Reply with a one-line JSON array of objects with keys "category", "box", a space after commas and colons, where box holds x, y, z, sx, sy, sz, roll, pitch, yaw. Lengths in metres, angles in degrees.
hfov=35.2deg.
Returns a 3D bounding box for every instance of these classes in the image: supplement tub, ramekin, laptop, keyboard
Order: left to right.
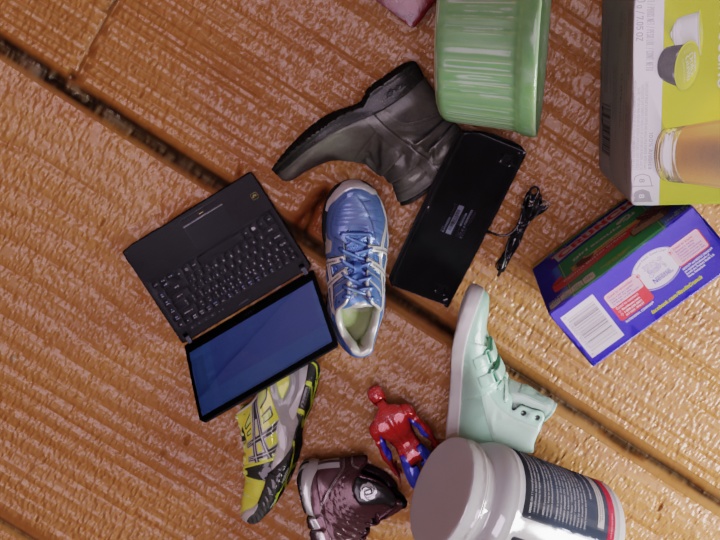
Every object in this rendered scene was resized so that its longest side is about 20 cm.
[{"category": "laptop", "box": [-0.145, 0.028, 1.231, 0.177, 0.103, 0.200, -30, 99, 9]}, {"category": "keyboard", "box": [0.123, -0.049, 1.224, 0.127, 0.021, 0.200, 21, 114, -11]}, {"category": "ramekin", "box": [0.131, -0.233, 1.108, 0.098, 0.200, 0.200, 5, 103, 11]}, {"category": "supplement tub", "box": [0.169, 0.268, 1.222, 0.200, 0.140, 0.140, 23, 104, -21]}]

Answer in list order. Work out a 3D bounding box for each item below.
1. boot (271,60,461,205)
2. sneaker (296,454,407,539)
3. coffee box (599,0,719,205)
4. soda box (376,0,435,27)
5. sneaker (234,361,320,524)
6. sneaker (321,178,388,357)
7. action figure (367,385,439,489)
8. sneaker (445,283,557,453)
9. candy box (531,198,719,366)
[{"category": "boot", "box": [0.015, -0.118, 1.209, 0.200, 0.068, 0.131, -32, 105, 12]}, {"category": "sneaker", "box": [0.004, 0.303, 1.301, 0.115, 0.076, 0.200, -13, 101, 4]}, {"category": "coffee box", "box": [0.345, -0.179, 1.100, 0.197, 0.200, 0.200, -1, 103, 4]}, {"category": "soda box", "box": [-0.006, -0.331, 1.155, 0.200, 0.070, 0.063, 36, 102, -5]}, {"category": "sneaker", "box": [-0.106, 0.188, 1.288, 0.076, 0.075, 0.200, 17, 93, 7]}, {"category": "sneaker", "box": [0.000, 0.000, 1.209, 0.076, 0.077, 0.200, -7, 115, -8]}, {"category": "action figure", "box": [0.063, 0.216, 1.288, 0.065, 0.052, 0.200, -30, 100, 6]}, {"category": "sneaker", "box": [0.158, 0.109, 1.243, 0.118, 0.074, 0.201, 5, 113, 9]}, {"category": "candy box", "box": [0.268, -0.006, 1.145, 0.169, 0.200, 0.077, -38, 96, 11]}]
